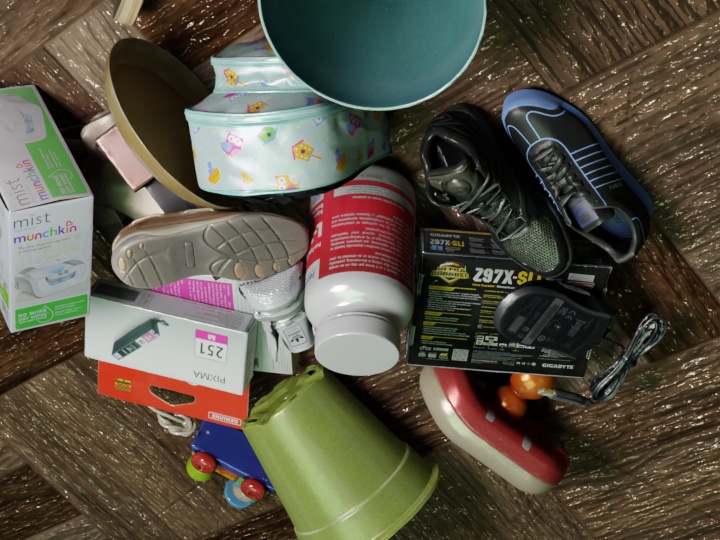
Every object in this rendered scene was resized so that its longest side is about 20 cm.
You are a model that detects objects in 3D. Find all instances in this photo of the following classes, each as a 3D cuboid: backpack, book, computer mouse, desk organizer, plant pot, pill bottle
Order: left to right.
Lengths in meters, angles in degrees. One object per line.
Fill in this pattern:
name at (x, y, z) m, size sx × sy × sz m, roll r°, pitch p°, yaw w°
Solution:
plant pot at (-0.186, -0.141, 1.469) m, size 0.027 × 0.200 × 0.200 m, roll -33°, pitch 113°, yaw 22°
desk organizer at (-0.184, -0.083, 1.551) m, size 0.077 × 0.072 × 0.200 m, roll -36°, pitch 96°, yaw 7°
book at (-0.175, 0.050, 1.736) m, size 0.199 × 0.048 × 0.134 m, roll 8°, pitch 129°, yaw 13°
backpack at (-0.073, -0.145, 1.425) m, size 0.175 × 0.200 × 0.154 m, roll 2°, pitch 115°, yaw 21°
plant pot at (-0.038, 0.219, 1.753) m, size 0.200 × 0.200 × 0.190 m, roll -29°, pitch 102°, yaw 36°
pill bottle at (0.000, 0.000, 1.506) m, size 0.112 × 0.201 × 0.112 m, roll 2°, pitch 146°, yaw 1°
plant pot at (0.018, -0.263, 1.324) m, size 0.199 × 0.135 × 0.201 m, roll 4°, pitch 123°, yaw 6°
computer mouse at (0.207, 0.072, 1.536) m, size 0.199 × 0.046 × 0.141 m, roll 13°, pitch 125°, yaw -25°

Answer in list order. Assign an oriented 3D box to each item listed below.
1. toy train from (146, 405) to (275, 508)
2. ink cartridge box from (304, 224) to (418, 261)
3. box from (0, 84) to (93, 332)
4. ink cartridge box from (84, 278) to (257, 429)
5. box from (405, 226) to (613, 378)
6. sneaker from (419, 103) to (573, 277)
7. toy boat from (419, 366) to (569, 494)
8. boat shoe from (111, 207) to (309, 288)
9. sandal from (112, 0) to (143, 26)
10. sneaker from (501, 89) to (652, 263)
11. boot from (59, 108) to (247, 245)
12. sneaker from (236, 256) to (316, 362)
toy train at (-0.197, 0.230, 1.880) m, size 0.199 × 0.085 × 0.116 m, roll 29°, pitch 146°, yaw -5°
ink cartridge box at (0.036, 0.006, 1.625) m, size 0.199 × 0.037 × 0.095 m, roll 10°, pitch 132°, yaw 15°
box at (-0.366, -0.069, 1.594) m, size 0.096 × 0.200 × 0.177 m, roll -13°, pitch 136°, yaw -25°
ink cartridge box at (-0.226, 0.110, 1.742) m, size 0.199 × 0.044 × 0.174 m, roll 13°, pitch 123°, yaw 8°
box at (0.153, 0.036, 1.564) m, size 0.199 × 0.049 × 0.160 m, roll 4°, pitch 128°, yaw -2°
sneaker at (0.125, -0.065, 1.442) m, size 0.076 × 0.114 × 0.200 m, roll -33°, pitch 94°, yaw 31°
toy boat at (0.166, 0.147, 1.658) m, size 0.200 × 0.131 × 0.131 m, roll 36°, pitch 101°, yaw -12°
boat shoe at (-0.152, -0.034, 1.484) m, size 0.199 × 0.072 × 0.076 m, roll -3°, pitch 119°, yaw -14°
sandal at (-0.177, -0.311, 1.424) m, size 0.069 × 0.078 × 0.212 m, roll 14°, pitch 142°, yaw -19°
sneaker at (0.211, -0.091, 1.447) m, size 0.200 × 0.078 × 0.070 m, roll 40°, pitch 131°, yaw -15°
boot at (-0.238, -0.110, 1.612) m, size 0.199 × 0.070 × 0.147 m, roll -15°, pitch 112°, yaw 17°
sneaker at (-0.078, 0.041, 1.572) m, size 0.075 × 0.200 × 0.115 m, roll -19°, pitch 102°, yaw 1°
